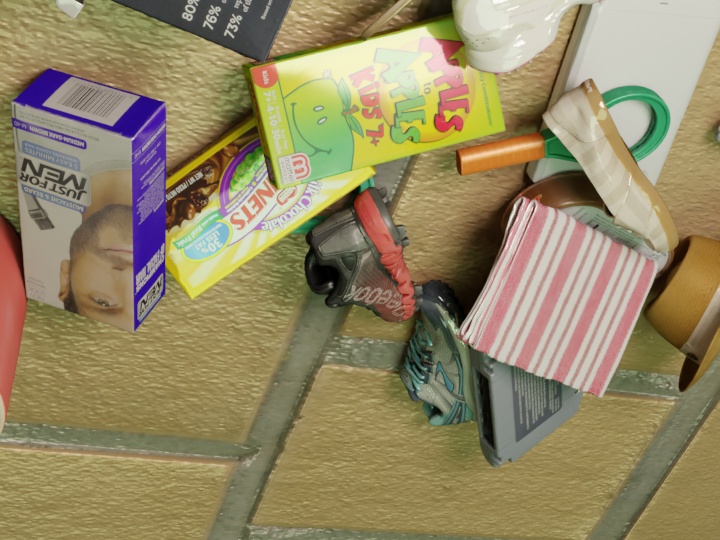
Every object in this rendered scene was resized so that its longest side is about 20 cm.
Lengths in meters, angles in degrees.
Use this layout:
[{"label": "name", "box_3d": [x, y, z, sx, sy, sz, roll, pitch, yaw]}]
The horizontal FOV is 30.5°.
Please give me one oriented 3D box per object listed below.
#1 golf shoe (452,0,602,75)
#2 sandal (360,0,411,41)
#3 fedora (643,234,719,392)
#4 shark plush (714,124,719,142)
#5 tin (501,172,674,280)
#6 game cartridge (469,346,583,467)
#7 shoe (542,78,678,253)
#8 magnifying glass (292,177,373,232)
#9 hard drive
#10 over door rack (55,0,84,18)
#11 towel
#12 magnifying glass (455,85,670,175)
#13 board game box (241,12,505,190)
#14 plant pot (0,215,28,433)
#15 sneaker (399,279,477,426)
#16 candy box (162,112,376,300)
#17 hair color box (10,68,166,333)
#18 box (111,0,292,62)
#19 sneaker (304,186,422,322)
[{"label": "golf shoe", "box_3d": [0.152, -0.244, 1.040, 0.200, 0.075, 0.092, -44, 128, -12]}, {"label": "sandal", "box_3d": [0.062, -0.275, 1.033, 0.211, 0.078, 0.070, -39, 98, 7]}, {"label": "fedora", "box_3d": [0.340, 0.024, 1.326, 0.081, 0.201, 0.202, 29, 125, 10]}, {"label": "shark plush", "box_3d": [0.433, -0.139, 1.277, 0.199, 0.091, 0.083, -5, 155, -41]}, {"label": "tin", "box_3d": [0.224, -0.029, 1.279, 0.199, 0.042, 0.112, 23, 126, -37]}, {"label": "game cartridge", "box_3d": [0.173, 0.104, 1.329, 0.133, 0.041, 0.201, -37, 143, -22]}, {"label": "shoe", "box_3d": [0.224, -0.084, 1.171, 0.053, 0.070, 0.200, -31, 124, 9]}, {"label": "magnifying glass", "box_3d": [-0.083, -0.050, 1.183, 0.199, 0.022, 0.080, -20, 132, 0]}, {"label": "hard drive", "box_3d": [0.239, -0.165, 1.194, 0.131, 0.026, 0.201, 1, 128, -18]}, {"label": "over door rack", "box_3d": [-0.314, -0.206, 0.945, 0.200, 0.067, 0.148, 38, 113, -15]}, {"label": "towel", "box_3d": [0.189, 0.028, 1.236, 0.199, 0.030, 0.147, 22, 94, -37]}, {"label": "magnifying glass", "box_3d": [0.183, -0.118, 1.187, 0.198, 0.022, 0.080, -14, 132, -8]}, {"label": "board game box", "box_3d": [0.012, -0.143, 1.090, 0.198, 0.048, 0.102, -15, 104, -10]}, {"label": "plant pot", "box_3d": [-0.368, 0.062, 1.093, 0.199, 0.178, 0.202, -9, 132, -11]}, {"label": "sneaker", "box_3d": [0.079, 0.095, 1.332, 0.086, 0.078, 0.201, -19, 132, 4]}, {"label": "candy box", "box_3d": [-0.095, -0.070, 1.137, 0.199, 0.026, 0.102, -34, 109, 7]}, {"label": "hair color box", "box_3d": [-0.221, -0.054, 1.088, 0.108, 0.065, 0.201, 17, 131, 12]}, {"label": "box", "box_3d": [-0.124, -0.260, 0.903, 0.199, 0.105, 0.148, 22, 129, -12]}, {"label": "sneaker", "box_3d": [0.000, 0.000, 1.204, 0.097, 0.071, 0.201, -25, 153, -2]}]
